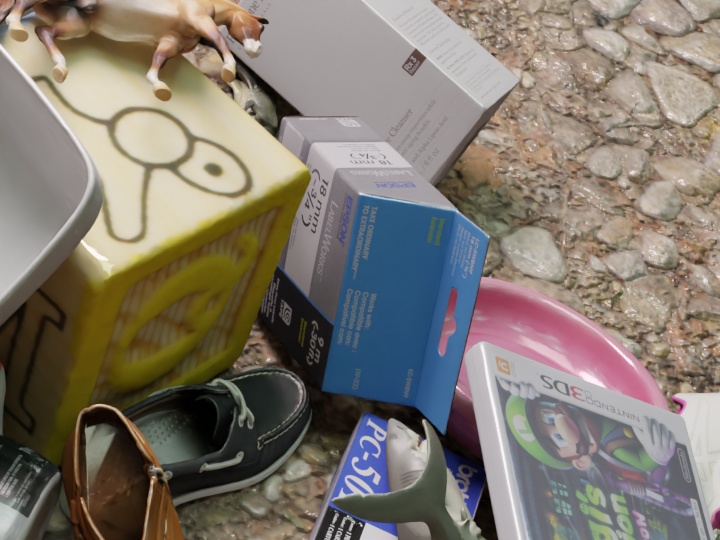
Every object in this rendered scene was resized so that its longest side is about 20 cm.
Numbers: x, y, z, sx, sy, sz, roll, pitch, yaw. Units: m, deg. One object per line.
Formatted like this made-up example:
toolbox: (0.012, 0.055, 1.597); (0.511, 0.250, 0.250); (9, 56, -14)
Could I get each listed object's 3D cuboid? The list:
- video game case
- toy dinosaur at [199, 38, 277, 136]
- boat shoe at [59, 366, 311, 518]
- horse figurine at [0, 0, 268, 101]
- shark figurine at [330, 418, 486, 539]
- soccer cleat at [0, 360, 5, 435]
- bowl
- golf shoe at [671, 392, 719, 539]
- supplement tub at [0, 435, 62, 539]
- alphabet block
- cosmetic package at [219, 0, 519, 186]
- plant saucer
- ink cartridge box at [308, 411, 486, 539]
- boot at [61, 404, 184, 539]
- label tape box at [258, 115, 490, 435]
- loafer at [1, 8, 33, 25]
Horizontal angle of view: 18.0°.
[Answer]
video game case: (0.153, 0.152, 1.414); (0.181, 0.023, 0.201); (21, 43, -32)
toy dinosaur: (-0.096, -0.143, 1.718); (0.088, 0.048, 0.201); (21, 38, -19)
boat shoe: (-0.105, 0.102, 1.456); (0.199, 0.060, 0.074); (-19, 58, -37)
horse figurine: (-0.152, -0.153, 1.406); (0.199, 0.050, 0.133); (9, 32, -8)
shark figurine: (0.031, 0.162, 1.364); (0.089, 0.214, 0.129); (-29, 89, 1)
soccer cleat: (-0.297, 0.055, 1.418); (0.199, 0.086, 0.069); (20, 41, 32)
bowl: (-0.256, -0.040, 1.300); (0.200, 0.075, 0.200); (-44, 72, 1)
golf shoe: (0.226, 0.156, 1.558); (0.091, 0.076, 0.200); (13, 41, 23)
supplement tub: (-0.283, 0.126, 1.308); (0.199, 0.123, 0.123); (25, 43, 2)
alphabet block: (-0.183, -0.028, 1.453); (0.200, 0.197, 0.195); (43, 47, 20)
cosmetic package: (0.005, -0.158, 1.698); (0.200, 0.113, 0.081); (39, 31, 4)
plant saucer: (0.114, 0.081, 1.555); (0.200, 0.051, 0.201); (21, 27, -11)
ink cartridge box: (0.011, 0.187, 1.436); (0.094, 0.044, 0.200); (25, 42, -1)
boot: (-0.122, 0.175, 1.284); (0.073, 0.155, 0.201); (-24, 78, -12)
label tape box: (0.000, 0.000, 1.496); (0.063, 0.145, 0.200); (0, 25, -26)
loafer: (-0.280, -0.182, 1.658); (0.200, 0.072, 0.063); (-26, 54, -36)
